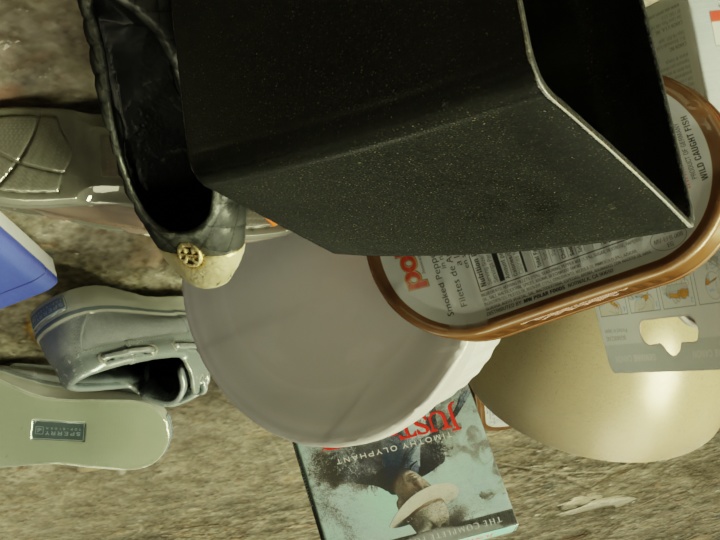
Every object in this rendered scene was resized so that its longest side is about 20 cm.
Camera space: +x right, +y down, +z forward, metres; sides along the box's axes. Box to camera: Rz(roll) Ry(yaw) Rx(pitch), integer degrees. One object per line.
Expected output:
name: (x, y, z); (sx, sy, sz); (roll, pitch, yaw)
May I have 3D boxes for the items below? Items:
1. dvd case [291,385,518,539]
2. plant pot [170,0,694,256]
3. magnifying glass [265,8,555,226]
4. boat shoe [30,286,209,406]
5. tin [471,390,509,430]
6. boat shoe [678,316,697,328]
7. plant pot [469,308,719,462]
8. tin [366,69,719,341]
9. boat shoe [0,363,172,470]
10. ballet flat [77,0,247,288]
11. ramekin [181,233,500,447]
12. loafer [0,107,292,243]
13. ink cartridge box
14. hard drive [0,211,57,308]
dvd case: (0.019, 0.119, 1.128); (0.146, 0.200, 0.022); (-11, 154, -14)
plant pot: (0.022, -0.111, 0.693); (0.177, 0.200, 0.199); (-17, 158, 24)
magnifying glass: (0.026, -0.092, 0.806); (0.200, 0.080, 0.022); (-38, 127, 1)
boat shoe: (-0.141, 0.060, 1.025); (0.070, 0.072, 0.201); (-31, 159, 26)
tin: (0.149, 0.091, 1.342); (0.112, 0.042, 0.200); (-23, 155, -3)
boat shoe: (0.200, -0.055, 0.942); (0.072, 0.069, 0.200); (2, 124, 25)
plant pot: (0.185, 0.026, 1.099); (0.200, 0.200, 0.135); (-7, 125, -23)
tin: (0.096, -0.033, 0.775); (0.200, 0.112, 0.042); (-20, 167, 19)
boat shoe: (-0.234, 0.102, 1.063); (0.200, 0.070, 0.072); (9, -174, -11)
ballet flat: (-0.103, -0.069, 0.741); (0.066, 0.057, 0.200); (-1, 127, 17)
ramekin: (0.000, 0.000, 0.892); (0.202, 0.203, 0.094); (-31, 165, 25)
loafer: (-0.124, -0.052, 0.834); (0.200, 0.072, 0.063); (6, 166, -15)
ink cartridge box: (0.177, -0.046, 0.844); (0.050, 0.200, 0.162); (-12, 179, -19)
hard drive: (-0.276, -0.013, 0.864); (0.132, 0.025, 0.200); (-21, 155, 5)
